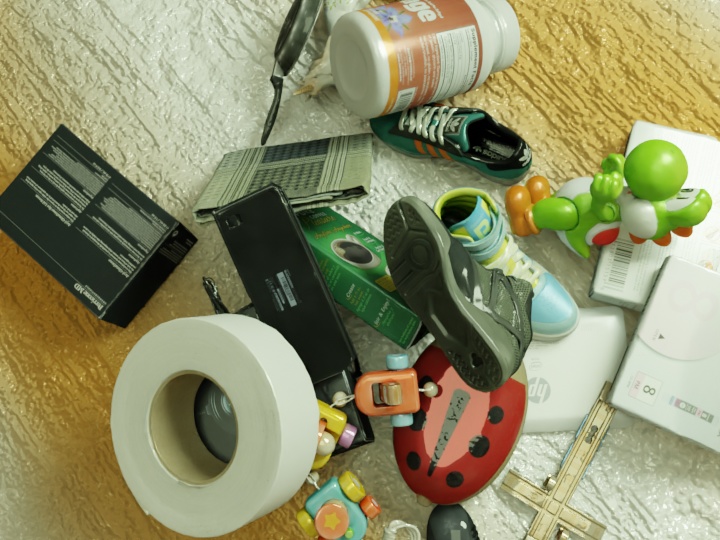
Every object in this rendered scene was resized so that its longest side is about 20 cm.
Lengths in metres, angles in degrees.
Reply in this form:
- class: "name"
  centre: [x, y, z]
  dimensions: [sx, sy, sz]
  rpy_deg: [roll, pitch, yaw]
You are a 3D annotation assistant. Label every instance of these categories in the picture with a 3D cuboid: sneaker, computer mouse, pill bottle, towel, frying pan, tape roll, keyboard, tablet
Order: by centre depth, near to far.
- class: "tape roll"
  centre: [-0.141, 0.144, 0.799]
  dimensions: [0.200, 0.071, 0.205]
  rpy_deg: [1, 92, 26]
- class: "sneaker"
  centre: [0.101, 0.012, 0.828]
  dimensions: [0.076, 0.114, 0.200]
  rpy_deg: [-39, 82, 37]
- class: "keyboard"
  centre: [-0.094, 0.027, 0.839]
  dimensions: [0.126, 0.021, 0.202]
  rpy_deg: [-23, 96, 7]
- class: "computer mouse"
  centre: [0.111, 0.340, 0.861]
  dimensions: [0.058, 0.034, 0.202]
  rpy_deg: [-17, 76, 4]
- class: "sneaker"
  centre: [0.146, -0.008, 0.878]
  dimensions: [0.199, 0.131, 0.080]
  rpy_deg: [36, 77, 17]
- class: "tablet"
  centre: [0.190, 0.109, 0.911]
  dimensions: [0.197, 0.014, 0.132]
  rpy_deg: [-4, 77, 8]
- class: "towel"
  centre: [-0.078, -0.100, 0.922]
  dimensions: [0.190, 0.200, 0.035]
  rpy_deg: [-7, 115, 7]
- class: "pill bottle"
  centre: [0.074, -0.244, 0.926]
  dimensions: [0.198, 0.112, 0.113]
  rpy_deg: [-20, 74, -26]
- class: "sneaker"
  centre: [0.100, -0.160, 0.947]
  dimensions: [0.198, 0.080, 0.072]
  rpy_deg: [20, 81, 12]
- class: "frying pan"
  centre: [-0.090, -0.255, 1.003]
  dimensions: [0.031, 0.115, 0.191]
  rpy_deg: [22, 113, -18]

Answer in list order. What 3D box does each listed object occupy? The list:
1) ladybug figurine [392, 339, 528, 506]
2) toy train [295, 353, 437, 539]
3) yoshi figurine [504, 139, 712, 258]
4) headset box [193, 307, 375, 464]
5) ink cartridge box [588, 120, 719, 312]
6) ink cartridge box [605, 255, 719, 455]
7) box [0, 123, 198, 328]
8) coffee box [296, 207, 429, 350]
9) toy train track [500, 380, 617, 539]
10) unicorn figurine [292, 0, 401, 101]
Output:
- class: "ladybug figurine"
  centre: [0.101, 0.150, 0.871]
  dimensions: [0.134, 0.072, 0.202]
  rpy_deg: [18, 86, 14]
- class: "toy train"
  centre: [0.002, 0.185, 0.813]
  dimensions: [0.148, 0.056, 0.203]
  rpy_deg: [-1, 92, 3]
- class: "yoshi figurine"
  centre: [0.252, -0.086, 0.859]
  dimensions: [0.198, 0.112, 0.114]
  rpy_deg: [1, 66, 36]
- class: "headset box"
  centre: [-0.093, 0.130, 0.907]
  dimensions: [0.198, 0.093, 0.176]
  rpy_deg: [-19, 77, 3]
- class: "ink cartridge box"
  centre: [0.356, -0.046, 0.904]
  dimensions: [0.172, 0.044, 0.202]
  rpy_deg: [15, 81, 11]
- class: "ink cartridge box"
  centre: [0.367, 0.098, 0.830]
  dimensions: [0.198, 0.057, 0.164]
  rpy_deg: [23, 86, 17]
- class: "box"
  centre: [-0.315, -0.051, 0.988]
  dimensions: [0.199, 0.079, 0.141]
  rpy_deg: [39, 82, 14]
- class: "coffee box"
  centre: [0.000, 0.000, 0.904]
  dimensions: [0.199, 0.123, 0.044]
  rpy_deg: [33, 114, 15]
- class: "toy train track"
  centre: [0.220, 0.208, 0.867]
  dimensions: [0.114, 0.033, 0.201]
  rpy_deg: [28, 87, 10]
- class: "unicorn figurine"
  centre: [-0.010, -0.276, 1.003]
  dimensions: [0.136, 0.074, 0.202]
  rpy_deg: [-9, 60, 7]
